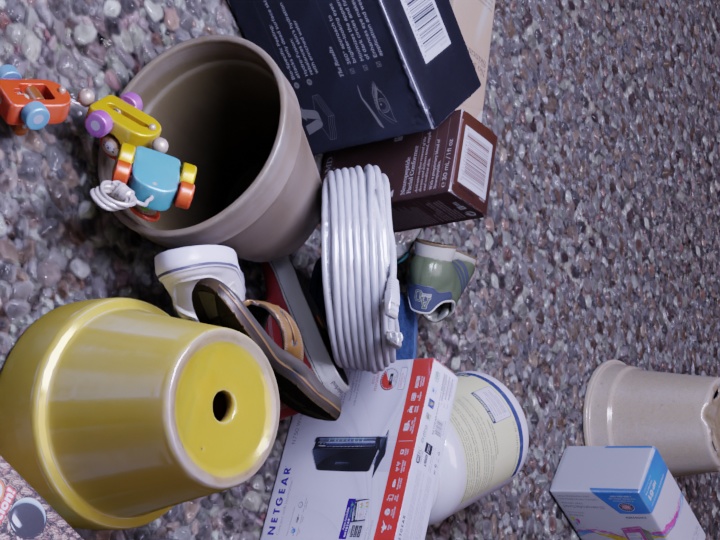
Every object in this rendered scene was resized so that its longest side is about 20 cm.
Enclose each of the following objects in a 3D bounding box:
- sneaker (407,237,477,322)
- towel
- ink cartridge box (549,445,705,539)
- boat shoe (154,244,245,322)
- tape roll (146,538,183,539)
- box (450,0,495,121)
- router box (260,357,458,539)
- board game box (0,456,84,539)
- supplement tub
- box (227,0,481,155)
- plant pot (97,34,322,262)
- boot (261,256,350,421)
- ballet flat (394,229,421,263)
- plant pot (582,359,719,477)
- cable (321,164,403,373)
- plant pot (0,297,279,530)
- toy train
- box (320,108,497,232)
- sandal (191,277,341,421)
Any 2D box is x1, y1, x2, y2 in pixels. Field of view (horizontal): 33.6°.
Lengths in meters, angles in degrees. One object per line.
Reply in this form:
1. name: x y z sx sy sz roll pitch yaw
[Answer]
1. sneaker: 0.092 0.016 1.429 0.200 0.066 0.091 17 84 -76
2. towel: 0.009 0.059 1.336 0.200 0.048 0.113 31 59 -55
3. ink cartridge box: 0.380 0.344 1.690 0.201 0.143 0.085 54 47 -29
4. boat shoe: -0.142 0.027 1.108 0.200 0.070 0.071 81 -1 -78
5. tape roll: -0.172 0.348 1.085 0.199 0.066 0.203 12 75 -50
6. box: 0.107 -0.268 1.506 0.095 0.077 0.202 25 65 -46
7. router box: -0.002 0.195 1.225 0.049 0.178 0.202 37 57 -41
8. board game box: -0.308 0.241 0.912 0.201 0.096 0.160 55 47 -30
9. supplement tub: 0.085 0.204 1.356 0.199 0.144 0.147 -13 94 -50
10. box: -0.007 -0.245 1.270 0.117 0.198 0.198 -43 117 -43
11. plant pot: -0.121 -0.095 1.141 0.173 0.198 0.202 41 53 -59
12. boot: -0.105 0.075 1.206 0.073 0.143 0.201 56 8 -45
13. ballet flat: 0.067 -0.093 1.445 0.072 0.071 0.201 58 45 -27
14. plant pot: 0.459 0.228 1.773 0.199 0.182 0.203 11 75 -49
15. cable: 0.000 0.000 1.160 0.200 0.068 0.202 85 1 -68
16. plant pot: -0.177 0.120 1.019 0.200 0.187 0.203 11 76 -50
17. toy train: -0.231 -0.100 1.025 0.149 0.056 0.200 -12 49 -46
18. box: 0.047 -0.103 1.314 0.075 0.199 0.101 29 62 -41
19. sandal: -0.077 0.065 1.066 0.200 0.081 0.055 45 65 -32
